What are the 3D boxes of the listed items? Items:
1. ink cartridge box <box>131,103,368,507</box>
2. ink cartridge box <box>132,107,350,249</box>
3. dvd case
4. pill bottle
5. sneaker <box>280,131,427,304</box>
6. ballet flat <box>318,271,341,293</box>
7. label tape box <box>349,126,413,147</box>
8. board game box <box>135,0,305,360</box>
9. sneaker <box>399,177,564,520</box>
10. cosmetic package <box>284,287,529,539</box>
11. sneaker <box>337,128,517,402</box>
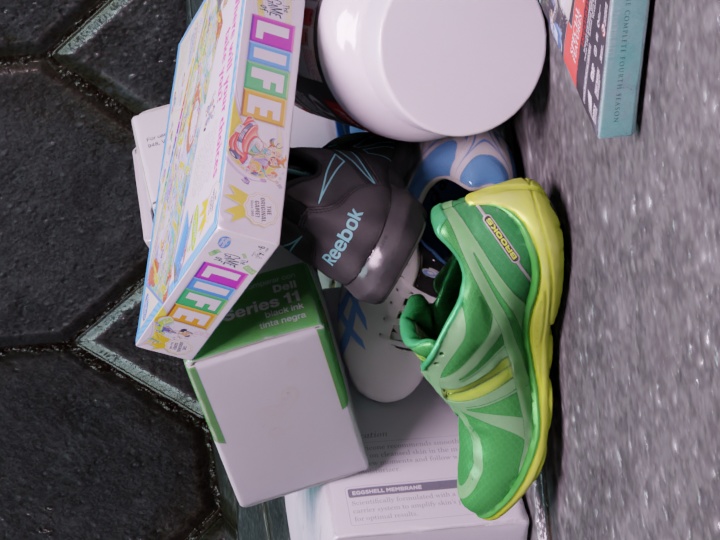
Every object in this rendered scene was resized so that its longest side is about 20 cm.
[{"bbox_3d":[-0.065,0.011,1.341,0.147,0.082,0.201,73,180,-50],"label":"ink cartridge box"},{"bbox_3d":[-0.054,-0.022,1.595,0.200,0.145,0.085,59,-163,-55],"label":"ink cartridge box"},{"bbox_3d":[0.099,-0.177,1.045,0.201,0.022,0.147,-106,14,-50],"label":"dvd case"},{"bbox_3d":[0.018,-0.132,1.251,0.200,0.115,0.117,-153,58,-68],"label":"pill bottle"},{"bbox_3d":[-0.015,-0.046,1.237,0.076,0.079,0.200,-62,12,9],"label":"sneaker"},{"bbox_3d":[0.000,0.000,1.489,0.200,0.070,0.071,52,-153,-63],"label":"ballet flat"},{"bbox_3d":[0.025,-0.148,1.435,0.144,0.063,0.202,-172,77,-82],"label":"label tape box"},{"bbox_3d":[-0.072,-0.071,1.215,0.135,0.034,0.201,130,151,-54],"label":"board game box"},{"bbox_3d":[0.061,0.041,1.221,0.074,0.083,0.201,-104,13,-60],"label":"sneaker"},{"bbox_3d":[0.021,0.146,1.451,0.200,0.122,0.201,93,170,-45],"label":"cosmetic package"},{"bbox_3d":[0.035,0.003,1.310,0.073,0.071,0.201,-97,22,-52],"label":"sneaker"}]
